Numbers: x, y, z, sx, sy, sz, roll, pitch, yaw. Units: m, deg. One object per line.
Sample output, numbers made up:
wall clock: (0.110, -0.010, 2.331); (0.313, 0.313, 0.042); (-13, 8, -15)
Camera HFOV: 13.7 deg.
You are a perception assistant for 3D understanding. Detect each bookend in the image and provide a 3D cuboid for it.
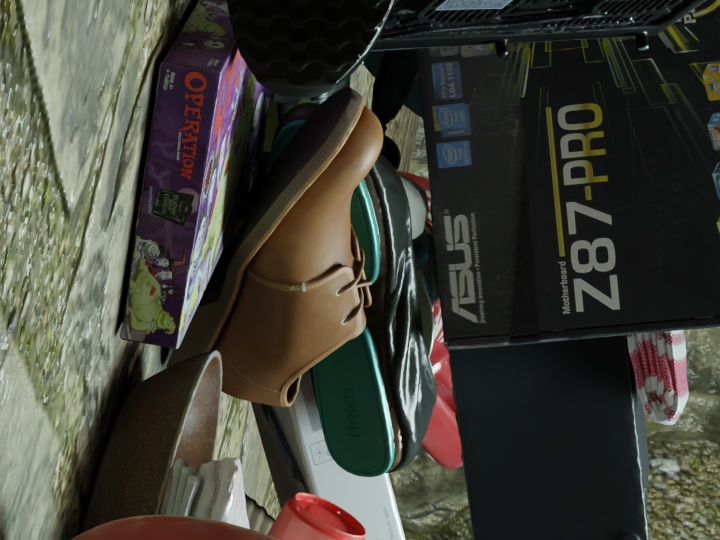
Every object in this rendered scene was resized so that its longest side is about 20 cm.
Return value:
bookend: (0.101, 0.028, 1.599); (0.200, 0.092, 0.199); (-69, 152, -72)

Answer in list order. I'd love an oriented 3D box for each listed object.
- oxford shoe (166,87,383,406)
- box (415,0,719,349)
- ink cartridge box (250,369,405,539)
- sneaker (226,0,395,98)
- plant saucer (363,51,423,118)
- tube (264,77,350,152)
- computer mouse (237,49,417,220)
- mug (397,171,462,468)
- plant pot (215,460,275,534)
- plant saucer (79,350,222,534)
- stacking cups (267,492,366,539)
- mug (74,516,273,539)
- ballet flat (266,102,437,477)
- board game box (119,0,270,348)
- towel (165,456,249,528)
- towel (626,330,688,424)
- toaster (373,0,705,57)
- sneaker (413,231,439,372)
oxford shoe: (-0.021, -0.007, 1.301); (0.071, 0.071, 0.200); (-62, -179, -37)
box: (0.110, -0.069, 1.384); (0.049, 0.161, 0.201); (-5, 90, -83)
ink cartridge box: (-0.029, 0.083, 1.530); (0.176, 0.045, 0.200); (-136, -151, -64)
sneaker: (-0.013, -0.168, 1.170); (0.090, 0.070, 0.201); (-65, 157, -83)
plant saucer: (0.030, -0.127, 1.498); (0.039, 0.201, 0.201); (-40, 161, -20)
tube: (-0.025, -0.144, 1.426); (0.058, 0.052, 0.200); (-130, -141, -52)
computer mouse: (0.000, -0.119, 1.388); (0.140, 0.046, 0.200); (-10, 115, -54)
mug: (0.019, 0.019, 1.719); (0.134, 0.177, 0.200); (-57, 174, 5)
plant pot: (-0.067, 0.195, 1.463); (0.201, 0.092, 0.201); (11, 90, -88)
plant saucer: (-0.095, 0.128, 1.244); (0.200, 0.034, 0.201); (13, 90, -87)
stacking cups: (-0.061, 0.191, 1.343); (0.200, 0.060, 0.061); (-62, 179, 8)
mug: (-0.073, 0.212, 0.973); (0.200, 0.133, 0.178); (-70, 170, -47)
ballet flat: (0.000, 0.000, 1.381); (0.068, 0.068, 0.200); (-44, 138, -44)
board game box: (-0.061, -0.062, 1.241); (0.200, 0.032, 0.120); (-71, 168, -66)
towel: (-0.078, 0.189, 1.199); (0.191, 0.032, 0.200); (90, 12, -70)
towel: (0.138, -0.024, 1.483); (0.146, 0.030, 0.200); (6, 78, -81)
toaster: (0.080, -0.168, 1.246); (0.200, 0.180, 0.119); (147, -64, -67)
sneaker: (0.011, 0.006, 1.532); (0.200, 0.082, 0.074); (-125, -162, -55)
